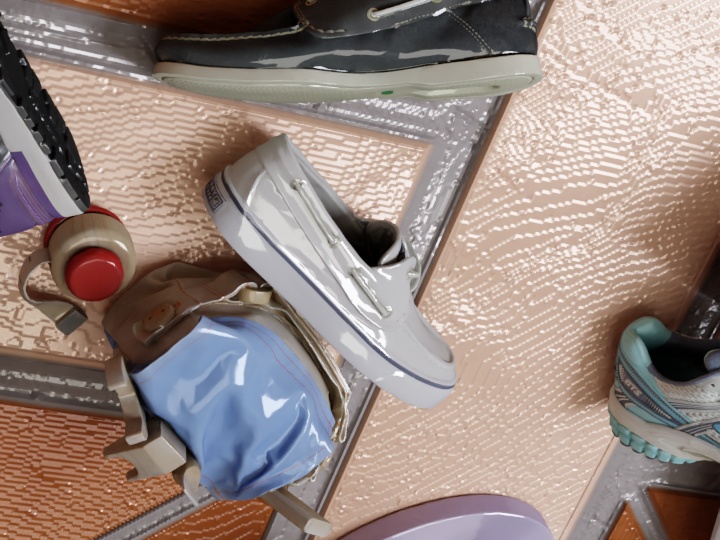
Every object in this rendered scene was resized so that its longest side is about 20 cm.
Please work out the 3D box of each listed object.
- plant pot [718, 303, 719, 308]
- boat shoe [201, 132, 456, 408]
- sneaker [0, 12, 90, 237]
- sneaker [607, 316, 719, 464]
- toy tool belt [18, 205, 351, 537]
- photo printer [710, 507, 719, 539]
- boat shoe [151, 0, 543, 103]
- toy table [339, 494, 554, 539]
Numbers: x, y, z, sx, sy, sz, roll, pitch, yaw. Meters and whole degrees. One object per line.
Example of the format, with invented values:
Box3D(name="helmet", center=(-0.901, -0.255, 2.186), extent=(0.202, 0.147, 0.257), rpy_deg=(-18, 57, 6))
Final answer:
Box3D(name="plant pot", center=(0.340, -0.015, 1.020), extent=(0.187, 0.187, 0.200), rpy_deg=(27, 97, -31))
Box3D(name="boat shoe", center=(0.000, 0.000, 0.973), extent=(0.066, 0.072, 0.200), rpy_deg=(-38, 118, 15))
Box3D(name="sneaker", center=(-0.208, -0.089, 0.841), extent=(0.087, 0.076, 0.200), rpy_deg=(-21, 127, 4))
Box3D(name="sneaker", center=(0.234, 0.081, 1.037), extent=(0.078, 0.199, 0.087), rpy_deg=(-43, 135, -44))
Box3D(name="toy tool belt", center=(-0.087, 0.058, 0.947), extent=(0.125, 0.123, 0.200), rpy_deg=(-38, 126, 9))
Box3D(name="photo printer", center=(0.331, 0.170, 1.126), extent=(0.199, 0.069, 0.167), rpy_deg=(20, 125, 19))
Box3D(name="boat shoe", center=(-0.008, -0.120, 0.900), extent=(0.199, 0.072, 0.068), rpy_deg=(-5, 88, -7))
Box3D(name="toy table", center=(0.043, 0.236, 1.114), extent=(0.200, 0.117, 0.184), rpy_deg=(-32, 127, 6))
